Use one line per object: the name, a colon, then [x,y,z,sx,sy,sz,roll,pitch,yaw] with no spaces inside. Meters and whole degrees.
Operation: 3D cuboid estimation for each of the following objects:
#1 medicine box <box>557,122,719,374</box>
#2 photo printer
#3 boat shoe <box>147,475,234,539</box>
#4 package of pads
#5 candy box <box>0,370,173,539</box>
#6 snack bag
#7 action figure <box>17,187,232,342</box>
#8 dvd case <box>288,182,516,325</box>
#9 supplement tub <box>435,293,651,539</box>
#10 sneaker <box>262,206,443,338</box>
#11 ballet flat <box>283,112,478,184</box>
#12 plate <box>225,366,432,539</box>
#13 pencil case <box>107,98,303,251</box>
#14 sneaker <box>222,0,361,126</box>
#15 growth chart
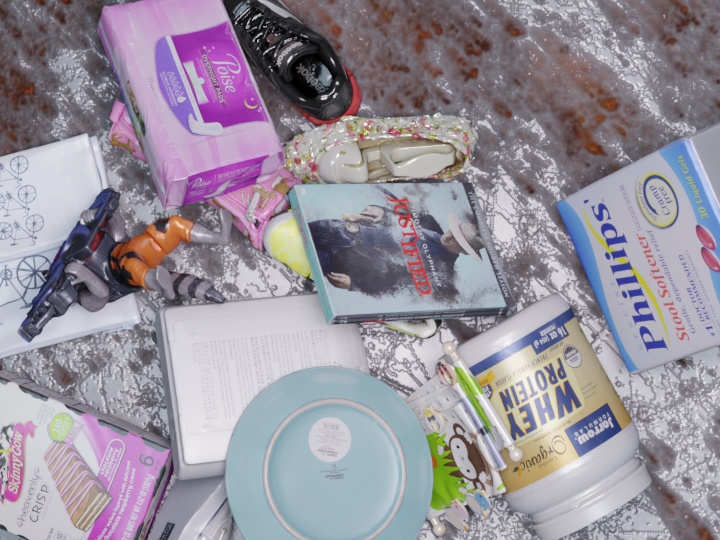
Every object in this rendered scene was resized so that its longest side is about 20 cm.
medicine box: [0.306,-0.022,1.616,0.102,0.200,0.184,-21,86,-34]
photo printer: [-0.088,0.107,1.668,0.198,0.069,0.168,-6,74,-15]
boat shoe: [-0.156,0.257,1.687,0.066,0.072,0.201,40,66,-34]
package of pads: [-0.158,-0.166,1.631,0.120,0.076,0.201,-17,71,-18]
candy box: [-0.291,0.196,1.688,0.198,0.061,0.137,21,89,5]
snack bag: [-0.328,-0.017,1.726,0.187,0.021,0.202,-14,87,-1]
action figure: [-0.231,0.014,1.641,0.105,0.192,0.201,56,46,-31]
dvd case: [0.040,-0.019,1.650,0.198,0.022,0.147,-1,59,-29]
supplement tub: [0.175,0.140,1.651,0.144,0.144,0.201,-29,87,-1]
sneaker: [0.000,0.000,1.663,0.199,0.077,0.076,25,106,-17]
ballet flat: [0.019,-0.113,1.699,0.198,0.064,0.076,-10,125,0]
plate: [-0.025,0.188,1.610,0.198,0.026,0.202,2,81,-14]
pencil case: [-0.152,-0.105,1.695,0.199,0.087,0.083,36,71,4]
sneaker: [-0.081,-0.222,1.697,0.200,0.098,0.071,44,90,4]
growth chart: [0.084,0.166,1.644,0.018,0.200,0.145,-27,76,-35]
